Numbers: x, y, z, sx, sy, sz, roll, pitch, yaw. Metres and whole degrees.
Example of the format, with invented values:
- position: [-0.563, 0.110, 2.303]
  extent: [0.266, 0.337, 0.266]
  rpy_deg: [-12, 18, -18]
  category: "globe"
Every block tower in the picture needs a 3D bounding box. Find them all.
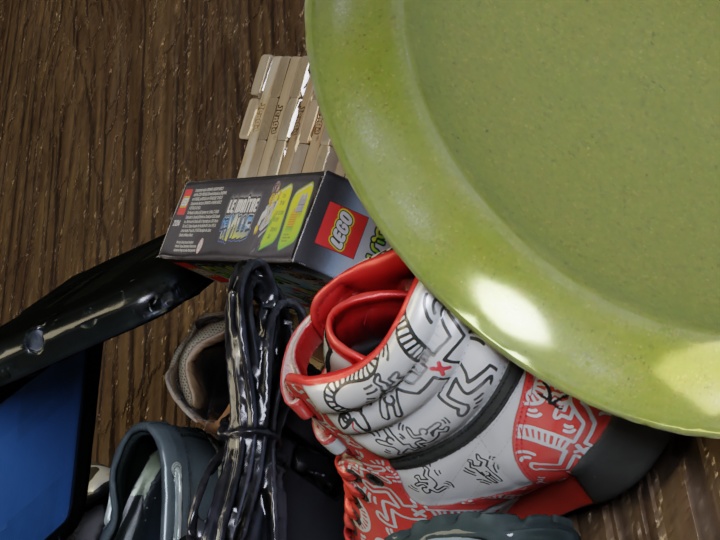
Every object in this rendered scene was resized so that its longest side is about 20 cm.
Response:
- position: [0.018, -0.047, 0.999]
  extent: [0.200, 0.057, 0.054]
  rpy_deg: [10, 84, 66]
  category: "block tower"

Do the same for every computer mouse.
- position: [-0.021, 0.090, 1.001]
  extent: [0.200, 0.052, 0.139]
  rpy_deg: [76, -160, -71]
  category: "computer mouse"

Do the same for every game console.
- position: [-0.111, 0.063, 1.217]
  extent: [0.175, 0.117, 0.200]
  rpy_deg: [-23, 7, 17]
  category: "game console"

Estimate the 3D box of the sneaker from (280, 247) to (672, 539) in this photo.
- position: [0.014, 0.056, 0.905]
  extent: [0.201, 0.107, 0.068]
  rpy_deg: [-44, 22, 52]
  category: "sneaker"

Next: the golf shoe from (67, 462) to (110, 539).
- position: [-0.169, 0.189, 1.376]
  extent: [0.094, 0.077, 0.201]
  rpy_deg: [-22, 49, 67]
  category: "golf shoe"

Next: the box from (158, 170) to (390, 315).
- position: [0.000, 0.000, 1.027]
  extent: [0.035, 0.110, 0.200]
  rpy_deg: [-69, 16, -6]
  category: "box"

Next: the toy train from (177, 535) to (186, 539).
- position: [-0.111, 0.158, 1.146]
  extent: [0.200, 0.034, 0.046]
  rpy_deg: [-36, 58, 42]
  category: "toy train"

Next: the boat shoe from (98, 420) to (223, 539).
- position: [-0.114, 0.162, 1.224]
  extent: [0.072, 0.062, 0.201]
  rpy_deg: [14, 77, 37]
  category: "boat shoe"

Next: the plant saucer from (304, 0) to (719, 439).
- position: [0.075, -0.042, 0.742]
  extent: [0.031, 0.200, 0.200]
  rpy_deg: [-47, 1, -38]
  category: "plant saucer"

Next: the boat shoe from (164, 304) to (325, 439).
- position: [-0.046, 0.042, 1.182]
  extent: [0.076, 0.071, 0.200]
  rpy_deg: [-68, 16, -2]
  category: "boat shoe"

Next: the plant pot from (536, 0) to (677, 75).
- position: [0.098, -0.129, 0.801]
  extent: [0.200, 0.199, 0.143]
  rpy_deg: [-41, 57, 56]
  category: "plant pot"

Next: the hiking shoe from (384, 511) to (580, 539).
- position: [0.020, 0.149, 0.877]
  extent: [0.200, 0.074, 0.087]
  rpy_deg: [-53, 42, 46]
  category: "hiking shoe"
